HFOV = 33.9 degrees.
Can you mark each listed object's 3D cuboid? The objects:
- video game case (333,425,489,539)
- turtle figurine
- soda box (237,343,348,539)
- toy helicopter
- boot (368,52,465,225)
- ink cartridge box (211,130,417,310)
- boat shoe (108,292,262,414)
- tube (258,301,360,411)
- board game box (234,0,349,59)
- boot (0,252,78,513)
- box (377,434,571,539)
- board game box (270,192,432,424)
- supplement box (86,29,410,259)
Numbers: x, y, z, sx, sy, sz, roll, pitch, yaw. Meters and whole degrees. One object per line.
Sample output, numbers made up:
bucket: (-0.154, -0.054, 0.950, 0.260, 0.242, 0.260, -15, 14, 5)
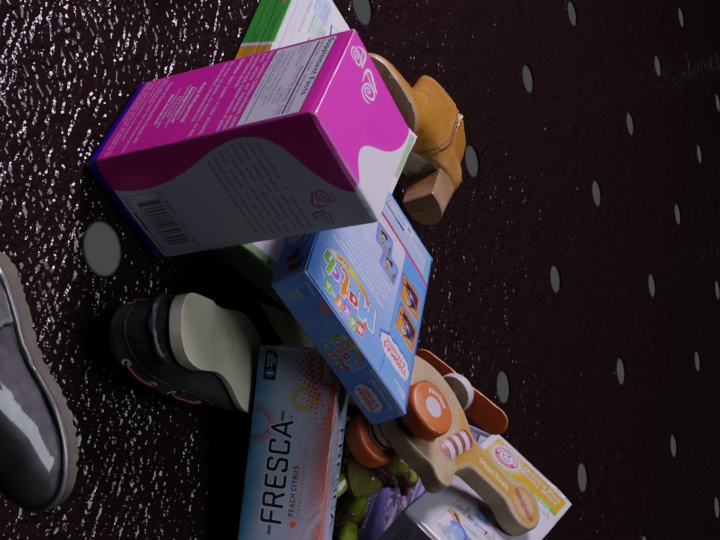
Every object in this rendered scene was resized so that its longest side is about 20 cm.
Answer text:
video game case: (0.055, 0.208, 1.163, 0.200, 0.019, 0.143, 30, 80, -53)
turtle figurine: (0.004, 0.179, 1.025, 0.200, 0.064, 0.161, 46, 69, -39)
soda box: (-0.053, 0.160, 0.939, 0.064, 0.068, 0.200, 22, 75, -80)
toy helicopter: (0.085, 0.147, 1.009, 0.200, 0.079, 0.132, 46, 34, -17)
boot: (0.046, -0.157, 1.157, 0.201, 0.071, 0.144, 62, 29, -33)
ink cartridge box: (-0.041, -0.074, 1.022, 0.146, 0.048, 0.200, 40, 60, -36)
boat shoe: (-0.123, 0.065, 0.897, 0.201, 0.063, 0.074, 46, 40, -66)
tube: (-0.020, 0.089, 1.074, 0.200, 0.058, 0.052, 36, 64, -50)
board game box: (-0.037, -0.162, 1.110, 0.200, 0.040, 0.153, 54, 41, -40)
boot: (-0.260, 0.075, 0.653, 0.200, 0.073, 0.182, -19, 87, -66)
box: (0.091, 0.245, 1.066, 0.101, 0.113, 0.200, 43, 29, 14)
board game box: (0.000, 0.000, 0.947, 0.151, 0.037, 0.200, 56, 26, -28)
supplement box: (-0.080, -0.088, 0.864, 0.101, 0.200, 0.103, 59, 38, -36)
